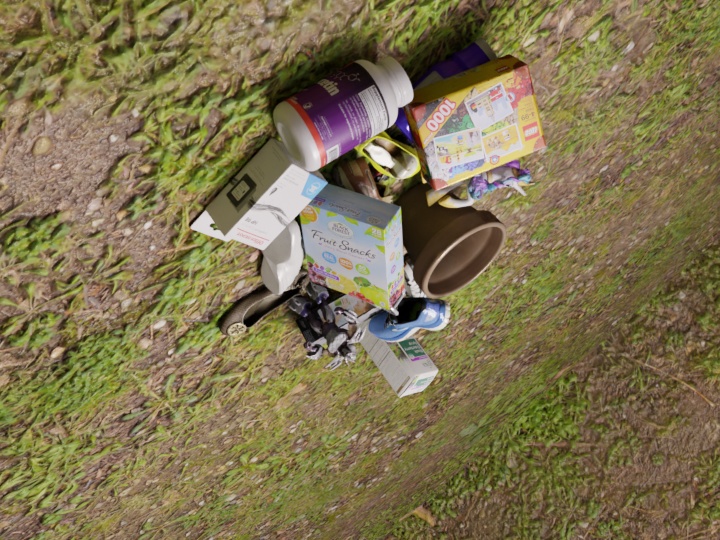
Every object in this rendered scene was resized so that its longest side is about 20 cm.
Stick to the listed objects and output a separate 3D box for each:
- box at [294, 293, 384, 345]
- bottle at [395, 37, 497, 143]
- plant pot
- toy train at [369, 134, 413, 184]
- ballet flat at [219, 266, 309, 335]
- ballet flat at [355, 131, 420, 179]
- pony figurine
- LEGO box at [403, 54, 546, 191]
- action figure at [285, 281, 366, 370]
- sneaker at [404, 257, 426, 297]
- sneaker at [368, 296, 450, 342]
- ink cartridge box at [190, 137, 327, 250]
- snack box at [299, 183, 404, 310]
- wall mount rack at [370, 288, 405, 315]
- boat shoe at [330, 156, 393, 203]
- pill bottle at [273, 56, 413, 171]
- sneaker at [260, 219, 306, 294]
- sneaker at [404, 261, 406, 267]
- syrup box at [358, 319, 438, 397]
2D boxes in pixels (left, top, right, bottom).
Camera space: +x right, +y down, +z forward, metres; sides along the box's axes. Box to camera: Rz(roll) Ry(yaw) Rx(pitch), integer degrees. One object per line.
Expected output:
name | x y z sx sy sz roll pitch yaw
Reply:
box | -0.027 0.084 1.941 0.199 0.060 0.117 -28 171 0
bottle | 0.139 -0.303 1.594 0.200 0.065 0.084 -41 145 6
plant pot | 0.153 -0.076 1.850 0.200 0.175 0.201 -29 153 -17
toy train | 0.021 -0.163 1.706 0.046 0.034 0.200 10 126 -52
ballet flat | -0.176 0.063 1.799 0.200 0.046 0.067 -35 153 -6
ballet flat | 0.049 -0.190 1.617 0.067 0.067 0.200 -46 140 14
pony figurine | 0.205 -0.205 1.721 0.199 0.167 0.194 -11 117 7
LEGO box | 0.182 -0.240 1.549 0.199 0.077 0.149 -22 118 -4
action figure | -0.068 0.104 1.826 0.130 0.200 0.069 -44 153 11
sneaker | 0.137 0.020 2.103 0.090 0.067 0.200 -33 151 -6
sneaker | 0.082 0.087 1.901 0.089 0.079 0.200 23 150 -36
ink cartridge box | -0.162 -0.105 1.529 0.200 0.067 0.116 -45 154 13
snack box | -0.013 -0.043 1.641 0.068 0.168 0.201 -53 152 -36
wall mount rack | 0.000 0.000 1.792 0.075 0.200 0.174 -55 147 -10
boat shoe | 0.023 -0.118 1.674 0.074 0.076 0.200 -33 134 3
pill bottle | -0.024 -0.241 1.437 0.200 0.113 0.113 -32 153 -14
sneaker | -0.126 -0.044 1.686 0.088 0.075 0.200 -39 162 -30
sneaker | 0.032 -0.031 1.886 0.078 0.075 0.200 -34 152 3
syrup box | 0.076 0.177 2.124 0.079 0.200 0.082 -8 141 -44
